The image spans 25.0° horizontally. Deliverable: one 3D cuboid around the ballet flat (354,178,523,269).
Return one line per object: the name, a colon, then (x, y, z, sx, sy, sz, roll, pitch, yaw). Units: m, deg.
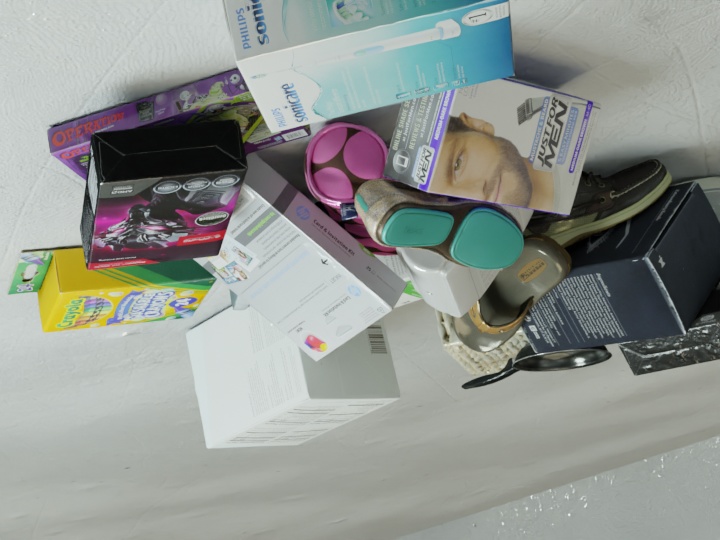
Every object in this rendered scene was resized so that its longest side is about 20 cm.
ballet flat: (0.070, -0.049, 1.457, 0.200, 0.067, 0.068, 15, 113, -48)

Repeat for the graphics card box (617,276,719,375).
graphics card box: (0.371, 0.029, 1.784, 0.125, 0.051, 0.200, -15, -155, 35)

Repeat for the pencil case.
pencil case: (0.010, -0.071, 1.553, 0.093, 0.091, 0.200, 5, 169, 13)

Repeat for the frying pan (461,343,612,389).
frying pan: (0.212, 0.107, 1.893, 0.115, 0.031, 0.190, 3, 164, -28)

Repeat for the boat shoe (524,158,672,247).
boat shoe: (0.237, -0.074, 1.736, 0.200, 0.065, 0.073, -28, -162, -6)

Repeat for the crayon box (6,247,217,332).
crayon box: (-0.263, 0.017, 1.713, 0.200, 0.052, 0.126, -5, 161, -21)

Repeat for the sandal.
sandal: (0.154, 0.033, 1.729, 0.082, 0.055, 0.200, 38, 140, -7)

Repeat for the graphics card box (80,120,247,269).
graphics card box: (-0.174, -0.062, 1.412, 0.125, 0.051, 0.200, -6, 159, -16)

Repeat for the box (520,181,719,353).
box: (0.277, -0.001, 1.764, 0.200, 0.104, 0.148, -10, -151, 43)

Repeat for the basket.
basket: (0.163, 0.041, 1.944, 0.123, 0.136, 0.200, -12, 162, 11)

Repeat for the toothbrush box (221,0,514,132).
toothbrush box: (0.008, -0.185, 1.209, 0.200, 0.085, 0.146, -14, 163, 4)

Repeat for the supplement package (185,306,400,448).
supplement package: (-0.084, 0.114, 1.965, 0.150, 0.152, 0.200, 4, 157, -43)

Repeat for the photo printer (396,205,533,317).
photo printer: (0.110, -0.044, 1.616, 0.167, 0.069, 0.200, -57, 164, -7)

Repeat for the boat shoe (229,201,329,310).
boat shoe: (-0.086, -0.012, 1.703, 0.091, 0.071, 0.200, -3, 159, -14)

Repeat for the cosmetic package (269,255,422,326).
cosmetic package: (0.000, 0.000, 1.783, 0.200, 0.085, 0.108, -21, 164, 22)

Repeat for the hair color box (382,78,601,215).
hair color box: (0.120, -0.117, 1.442, 0.200, 0.110, 0.065, 6, -167, -44)

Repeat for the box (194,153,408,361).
box: (-0.073, -0.010, 1.568, 0.200, 0.041, 0.156, 41, 144, -9)

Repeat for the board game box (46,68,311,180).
board game box: (-0.154, -0.119, 1.401, 0.200, 0.032, 0.120, -16, 165, 10)

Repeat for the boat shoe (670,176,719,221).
boat shoe: (0.418, -0.064, 1.884, 0.200, 0.072, 0.070, -1, 160, -30)
